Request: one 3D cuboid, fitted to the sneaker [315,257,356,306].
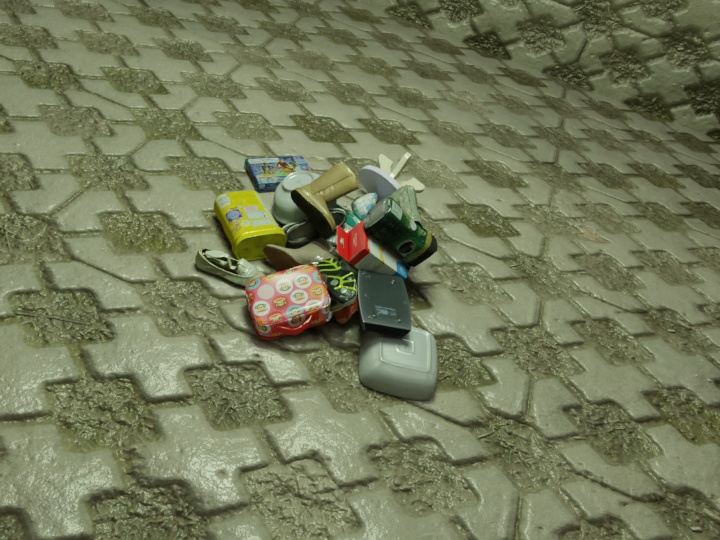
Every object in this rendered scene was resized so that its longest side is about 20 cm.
[{"bbox_3d":[-0.051,0.039,1.566,0.075,0.077,0.200,-21,31,-8],"label":"sneaker"}]

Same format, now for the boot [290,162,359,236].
[{"bbox_3d":[-0.073,-0.204,1.744,0.199,0.066,0.176,-33,80,-38],"label":"boot"}]

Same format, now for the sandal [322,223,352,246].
[{"bbox_3d":[-0.042,-0.089,1.805,0.201,0.050,0.083,23,59,28],"label":"sandal"}]

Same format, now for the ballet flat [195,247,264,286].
[{"bbox_3d":[-0.329,-0.008,1.600,0.198,0.063,0.068,17,41,-3],"label":"ballet flat"}]

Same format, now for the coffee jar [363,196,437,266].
[{"bbox_3d":[0.109,-0.097,1.644,0.199,0.104,0.086,38,35,-27],"label":"coffee jar"}]

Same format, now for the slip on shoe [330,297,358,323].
[{"bbox_3d":[-0.014,0.078,1.632,0.200,0.073,0.062,-40,110,-53],"label":"slip on shoe"}]

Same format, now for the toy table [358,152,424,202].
[{"bbox_3d":[0.104,-0.282,1.989,0.200,0.184,0.117,45,61,2],"label":"toy table"}]

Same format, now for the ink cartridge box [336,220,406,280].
[{"bbox_3d":[0.029,-0.049,1.652,0.199,0.067,0.117,34,34,-30],"label":"ink cartridge box"}]

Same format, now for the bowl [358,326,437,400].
[{"bbox_3d":[0.102,0.207,1.522,0.198,0.075,0.201,15,42,-6],"label":"bowl"}]

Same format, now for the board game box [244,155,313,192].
[{"bbox_3d":[-0.253,-0.308,1.972,0.198,0.035,0.136,-8,47,-27],"label":"board game box"}]

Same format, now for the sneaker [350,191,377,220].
[{"bbox_3d":[0.017,-0.196,1.914,0.071,0.073,0.200,-21,10,17],"label":"sneaker"}]

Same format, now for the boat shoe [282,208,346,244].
[{"bbox_3d":[-0.126,-0.122,1.751,0.198,0.075,0.060,-15,19,-14],"label":"boat shoe"}]

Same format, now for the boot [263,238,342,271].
[{"bbox_3d":[-0.147,-0.042,1.699,0.199,0.070,0.146,35,45,3],"label":"boot"}]

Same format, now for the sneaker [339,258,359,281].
[{"bbox_3d":[0.000,0.000,1.713,0.199,0.082,0.075,9,51,-48],"label":"sneaker"}]

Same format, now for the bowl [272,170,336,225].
[{"bbox_3d":[-0.173,-0.228,1.824,0.198,0.091,0.202,-7,43,7],"label":"bowl"}]

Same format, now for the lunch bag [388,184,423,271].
[{"bbox_3d":[0.113,-0.127,1.789,0.116,0.201,0.165,9,43,-12],"label":"lunch bag"}]

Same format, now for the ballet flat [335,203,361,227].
[{"bbox_3d":[-0.046,-0.156,1.866,0.199,0.068,0.070,34,31,15],"label":"ballet flat"}]

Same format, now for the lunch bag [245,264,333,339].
[{"bbox_3d":[-0.172,0.084,1.521,0.198,0.082,0.177,-15,49,-14],"label":"lunch bag"}]

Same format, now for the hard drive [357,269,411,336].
[{"bbox_3d":[0.054,0.082,1.554,0.133,0.043,0.201,11,37,-12],"label":"hard drive"}]

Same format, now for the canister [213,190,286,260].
[{"bbox_3d":[-0.309,-0.129,1.722,0.147,0.087,0.201,-10,48,-29],"label":"canister"}]
